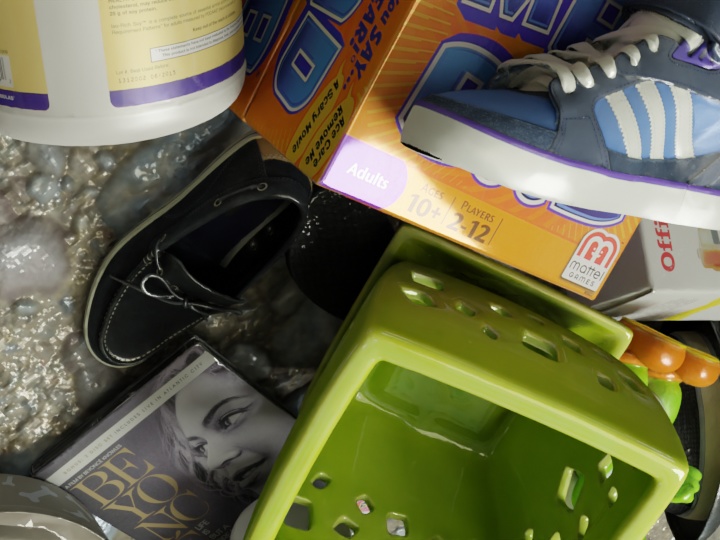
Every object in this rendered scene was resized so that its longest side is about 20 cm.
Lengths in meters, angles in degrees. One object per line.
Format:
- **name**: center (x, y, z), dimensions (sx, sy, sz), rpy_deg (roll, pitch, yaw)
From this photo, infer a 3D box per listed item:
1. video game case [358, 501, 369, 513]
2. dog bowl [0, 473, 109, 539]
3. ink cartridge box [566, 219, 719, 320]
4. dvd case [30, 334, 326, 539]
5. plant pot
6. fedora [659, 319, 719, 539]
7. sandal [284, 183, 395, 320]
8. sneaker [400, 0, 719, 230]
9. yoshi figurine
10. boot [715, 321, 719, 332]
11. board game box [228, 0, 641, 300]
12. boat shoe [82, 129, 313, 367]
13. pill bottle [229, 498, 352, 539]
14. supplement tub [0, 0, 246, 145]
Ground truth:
- **video game case**: center (0.088, 0.109, 0.854), dimensions (0.182, 0.024, 0.200), rpy_deg (1, 125, -29)
- **dog bowl**: center (-0.250, 0.219, 0.717), dimensions (0.200, 0.059, 0.200), rpy_deg (-11, 122, -18)
- **ink cartridge box**: center (0.246, -0.041, 0.801), dimensions (0.200, 0.083, 0.145), rpy_deg (0, 74, -28)
- **dvd case**: center (-0.105, 0.144, 0.773), dimensions (0.149, 0.016, 0.200), rpy_deg (-38, 127, 10)
- **plant pot**: center (0.059, 0.098, 0.684), dimensions (0.199, 0.182, 0.200), rpy_deg (25, 120, -7)
- **fedora**: center (0.225, 0.118, 0.870), dimensions (0.091, 0.201, 0.201), rpy_deg (4, 115, -3)
- **sandal**: center (-0.001, 0.001, 0.761), dimensions (0.075, 0.048, 0.200), rpy_deg (-42, 140, -1)
- **sneaker**: center (0.121, -0.103, 0.504), dimensions (0.200, 0.081, 0.147), rpy_deg (9, 102, -28)
- **yoshi figurine**: center (0.181, 0.142, 0.745), dimensions (0.112, 0.112, 0.200), rpy_deg (26, 94, 3)
- **boot**: center (0.328, 0.044, 0.943), dimensions (0.131, 0.068, 0.200), rpy_deg (40, 61, -66)
- **board game box**: center (0.058, -0.136, 0.620), dimensions (0.200, 0.200, 0.200), rpy_deg (20, 104, -34)
- **boat shoe**: center (-0.102, -0.002, 0.667), dimensions (0.075, 0.062, 0.200), rpy_deg (30, 118, -36)
- **pill bottle**: center (-0.050, 0.248, 0.787), dimensions (0.111, 0.111, 0.200), rpy_deg (-17, 138, -20)
- **supplement tub**: center (-0.132, -0.176, 0.530), dimensions (0.145, 0.145, 0.200), rpy_deg (-13, 120, -22)
